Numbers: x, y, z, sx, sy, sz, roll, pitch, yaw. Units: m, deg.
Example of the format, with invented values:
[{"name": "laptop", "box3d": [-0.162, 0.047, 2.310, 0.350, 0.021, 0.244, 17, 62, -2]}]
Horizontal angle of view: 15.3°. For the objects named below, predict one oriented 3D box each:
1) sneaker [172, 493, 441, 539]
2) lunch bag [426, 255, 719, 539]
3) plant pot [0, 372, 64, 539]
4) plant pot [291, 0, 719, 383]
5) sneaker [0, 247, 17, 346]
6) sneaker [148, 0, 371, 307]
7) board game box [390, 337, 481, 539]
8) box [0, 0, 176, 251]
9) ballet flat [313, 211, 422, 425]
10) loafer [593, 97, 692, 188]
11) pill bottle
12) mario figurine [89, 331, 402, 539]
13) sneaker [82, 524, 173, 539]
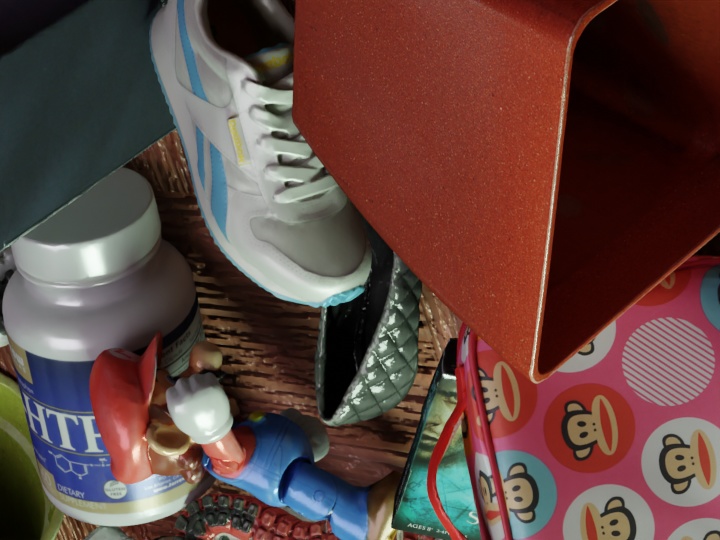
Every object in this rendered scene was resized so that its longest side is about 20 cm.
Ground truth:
[{"name": "sneaker", "box3d": [-0.010, 0.174, 1.639, 0.199, 0.082, 0.078, 14, 94, 21]}, {"name": "lunch bag", "box3d": [0.119, 0.099, 1.288, 0.082, 0.175, 0.202, 145, 116, -84]}, {"name": "plant pot", "box3d": [-0.299, 0.193, 1.864, 0.200, 0.200, 0.185, 36, 151, 18]}, {"name": "plant pot", "box3d": [0.077, -0.109, 1.212, 0.176, 0.200, 0.201, 31, 138, 27]}, {"name": "sneaker", "box3d": [-0.263, -0.004, 1.730, 0.200, 0.075, 0.081, 43, 157, 44]}, {"name": "sneaker", "box3d": [-0.050, -0.074, 1.420, 0.201, 0.076, 0.081, 63, 150, 14]}, {"name": "board game box", "box3d": [0.125, 0.106, 1.389, 0.199, 0.028, 0.136, 11, 138, -3]}, {"name": "box", "box3d": [-0.222, -0.124, 1.502, 0.199, 0.198, 0.124, 21, 134, 32]}, {"name": "ballet flat", "box3d": [0.000, 0.000, 1.489, 0.066, 0.057, 0.201, 21, 130, 36]}, {"name": "loafer", "box3d": [0.087, -0.056, 1.358, 0.199, 0.073, 0.071, 30, 148, 33]}, {"name": "pill bottle", "box3d": [-0.154, 0.043, 1.632, 0.119, 0.120, 0.201, 18, 131, 35]}, {"name": "mario figurine", "box3d": [-0.060, 0.088, 1.546, 0.199, 0.106, 0.124, 24, 142, -2]}, {"name": "sneaker", "box3d": [-0.102, 0.234, 1.709, 0.146, 0.077, 0.202, 34, 179, 16]}]
